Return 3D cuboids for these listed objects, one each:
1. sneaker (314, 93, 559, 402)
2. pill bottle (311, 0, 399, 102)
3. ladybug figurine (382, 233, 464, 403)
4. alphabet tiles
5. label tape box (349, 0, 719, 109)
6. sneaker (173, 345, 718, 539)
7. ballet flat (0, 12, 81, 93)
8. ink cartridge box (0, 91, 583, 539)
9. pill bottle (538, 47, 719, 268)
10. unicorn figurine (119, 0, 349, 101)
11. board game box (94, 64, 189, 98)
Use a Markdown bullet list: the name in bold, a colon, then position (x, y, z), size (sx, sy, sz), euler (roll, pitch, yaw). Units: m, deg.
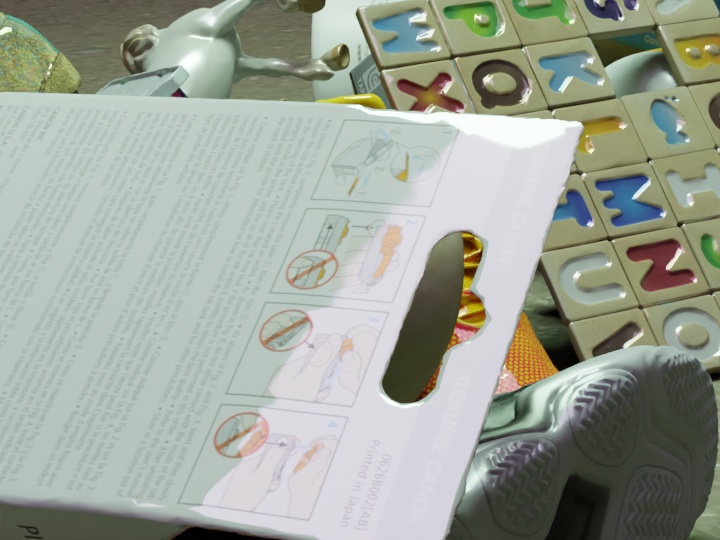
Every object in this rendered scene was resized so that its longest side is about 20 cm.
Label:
- **sneaker**: position (0.020, 0.002, 0.799), size (0.073, 0.077, 0.200), euler (-11, 41, -28)
- **pill bottle**: position (0.075, -0.127, 1.319), size (0.200, 0.115, 0.114), euler (-3, 14, 7)
- **ladybug figurine**: position (-0.043, 0.000, 0.778), size (0.072, 0.136, 0.200), euler (15, -7, -35)
- **alphabet tiles**: position (0.106, -0.043, 0.881), size (0.167, 0.200, 0.008), euler (-11, -28, -20)
- **label tape box**: position (0.114, -0.116, 1.059), size (0.144, 0.063, 0.200), euler (12, -38, -40)
- **sneaker**: position (0.019, 0.064, 0.628), size (0.114, 0.076, 0.200), euler (10, 22, 39)
- **ballet flat**: position (-0.202, -0.029, 0.842), size (0.200, 0.071, 0.071), euler (-42, 20, -5)
- **ink cartridge box**: position (-0.046, 0.019, 0.607), size (0.200, 0.050, 0.162), euler (6, 50, 20)
- **pill bottle**: position (0.167, -0.053, 0.985), size (0.200, 0.113, 0.113), euler (-17, 18, -38)
- **unicorn figurine**: position (-0.076, -0.092, 1.043), size (0.137, 0.074, 0.200), euler (-7, 27, 26)
- **board game box**: position (-0.149, -0.001, 0.796), size (0.200, 0.026, 0.200), euler (-42, 12, -8)
